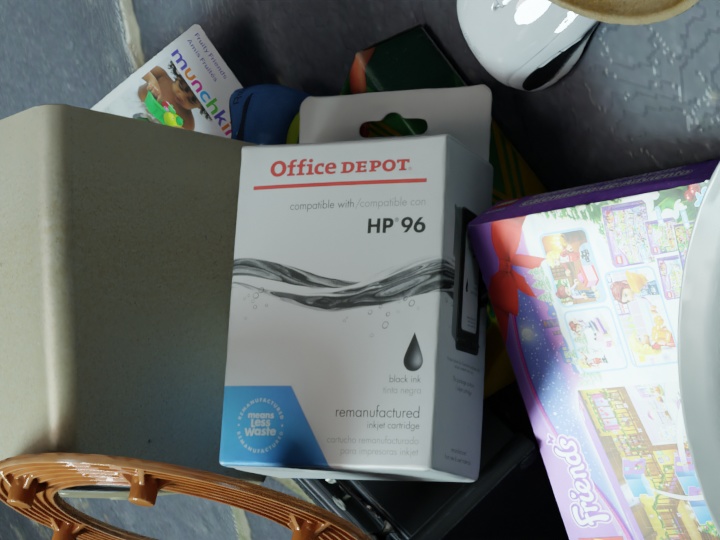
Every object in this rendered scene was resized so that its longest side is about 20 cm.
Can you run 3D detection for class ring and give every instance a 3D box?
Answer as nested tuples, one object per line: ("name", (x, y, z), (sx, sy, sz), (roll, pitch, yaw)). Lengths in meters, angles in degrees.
("ring", (-0.090, 0.131, 0.918), (0.200, 0.199, 0.019), (-32, 43, 61))

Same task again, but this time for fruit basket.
("fruit basket", (-0.112, -0.041, 1.200), (0.186, 0.094, 0.200), (56, 143, -6))

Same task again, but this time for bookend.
("bookend", (0.015, 0.101, 1.020), (0.199, 0.092, 0.200), (43, 171, 27))

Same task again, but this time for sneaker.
("sneaker", (-0.054, -0.015, 1.120), (0.078, 0.066, 0.202), (15, 113, 31))

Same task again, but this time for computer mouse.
("computer mouse", (0.089, -0.139, 0.844), (0.110, 0.044, 0.200), (57, 150, 12))

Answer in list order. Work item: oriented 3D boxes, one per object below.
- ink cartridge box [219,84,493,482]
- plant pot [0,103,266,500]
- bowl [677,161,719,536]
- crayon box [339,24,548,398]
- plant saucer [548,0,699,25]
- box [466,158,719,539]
("ink cartridge box", (0.000, 0.000, 0.904), (0.115, 0.068, 0.202), (-2, 78, 24))
("plant pot", (-0.143, 0.031, 0.998), (0.199, 0.199, 0.179), (-11, 75, 46))
("bowl", (0.208, 0.034, 0.706), (0.201, 0.090, 0.203), (178, 90, -72))
("crayon box", (0.054, -0.016, 0.994), (0.200, 0.051, 0.127), (54, 149, 18))
("plant saucer", (0.078, -0.190, 0.722), (0.200, 0.035, 0.201), (41, 157, 22))
("box", (0.143, 0.054, 0.868), (0.136, 0.039, 0.201), (-9, 105, 38))
